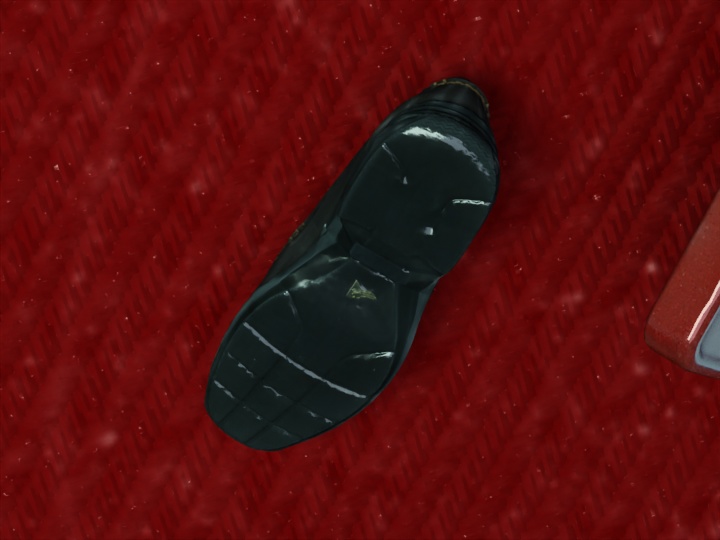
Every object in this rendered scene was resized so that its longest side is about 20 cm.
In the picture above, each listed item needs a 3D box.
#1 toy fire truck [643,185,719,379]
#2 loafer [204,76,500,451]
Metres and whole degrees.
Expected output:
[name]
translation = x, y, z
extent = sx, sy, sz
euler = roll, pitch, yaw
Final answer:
[toy fire truck]
translation = 0.211, -0.039, 0.930
extent = 0.168, 0.112, 0.201
euler = 14, 108, -52
[loafer]
translation = 0.000, 0.000, 0.984
extent = 0.073, 0.072, 0.200
euler = 35, 121, -9
